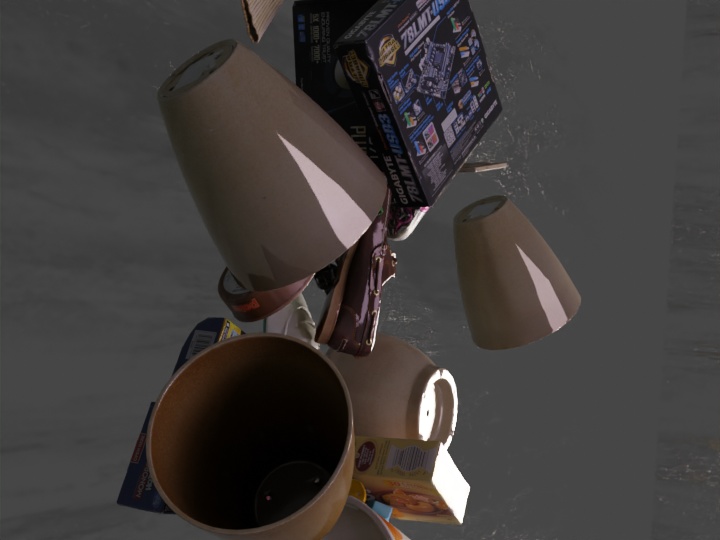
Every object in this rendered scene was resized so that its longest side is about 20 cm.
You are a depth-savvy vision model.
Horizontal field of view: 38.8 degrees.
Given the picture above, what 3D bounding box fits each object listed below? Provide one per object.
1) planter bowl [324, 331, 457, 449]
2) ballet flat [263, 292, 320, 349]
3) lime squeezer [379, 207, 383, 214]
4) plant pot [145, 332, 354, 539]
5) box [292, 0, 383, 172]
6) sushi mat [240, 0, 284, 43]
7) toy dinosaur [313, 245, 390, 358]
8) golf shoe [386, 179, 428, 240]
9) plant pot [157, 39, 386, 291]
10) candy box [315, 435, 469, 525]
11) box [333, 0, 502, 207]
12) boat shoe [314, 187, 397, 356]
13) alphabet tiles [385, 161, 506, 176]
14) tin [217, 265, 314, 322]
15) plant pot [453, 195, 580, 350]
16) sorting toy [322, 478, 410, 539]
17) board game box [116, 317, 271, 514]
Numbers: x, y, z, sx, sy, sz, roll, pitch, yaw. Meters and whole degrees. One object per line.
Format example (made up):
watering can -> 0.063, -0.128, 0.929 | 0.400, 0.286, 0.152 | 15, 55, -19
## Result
planter bowl -> 0.044, 0.181, 1.329 | 0.200, 0.134, 0.202 | -12, 104, -59
ballet flat -> -0.078, 0.108, 1.174 | 0.069, 0.069, 0.202 | 20, 75, -59
lime squeezer -> -0.054, -0.017, 1.146 | 0.038, 0.200, 0.071 | 43, 15, -37
plant pot -> -0.080, 0.188, 0.966 | 0.200, 0.185, 0.187 | 71, 34, -56
box -> 0.012, -0.218, 1.201 | 0.086, 0.163, 0.202 | -18, 109, -59
sushi mat -> -0.103, -0.306, 1.061 | 0.200, 0.012, 0.096 | -81, 163, -63
toy dinosaur -> 0.000, 0.000, 1.276 | 0.136, 0.101, 0.201 | 33, 34, -79
golf shoe -> 0.083, -0.115, 1.428 | 0.092, 0.072, 0.201 | 60, 43, -47
plant pot -> -0.104, -0.117, 1.005 | 0.200, 0.186, 0.188 | 54, 46, -29
candy box -> 0.017, 0.248, 1.219 | 0.116, 0.198, 0.056 | 60, 39, -44
box -> 0.070, -0.204, 1.096 | 0.200, 0.049, 0.199 | -53, 130, -37
boat shoe -> 0.006, -0.002, 1.172 | 0.070, 0.070, 0.202 | 155, -49, -79
alphabet tiles -> 0.073, -0.127, 1.281 | 0.167, 0.199, 0.008 | -16, 105, -59
tin -> -0.081, -0.029, 1.105 | 0.042, 0.111, 0.201 | 56, 44, -31
plant pot -> 0.227, -0.010, 1.617 | 0.187, 0.186, 0.201 | -47, 118, -49
sorting toy -> -0.019, 0.328, 1.218 | 0.180, 0.199, 0.108 | 42, 34, -58
board game box -> -0.142, 0.179, 1.071 | 0.200, 0.061, 0.201 | 48, 52, -52
